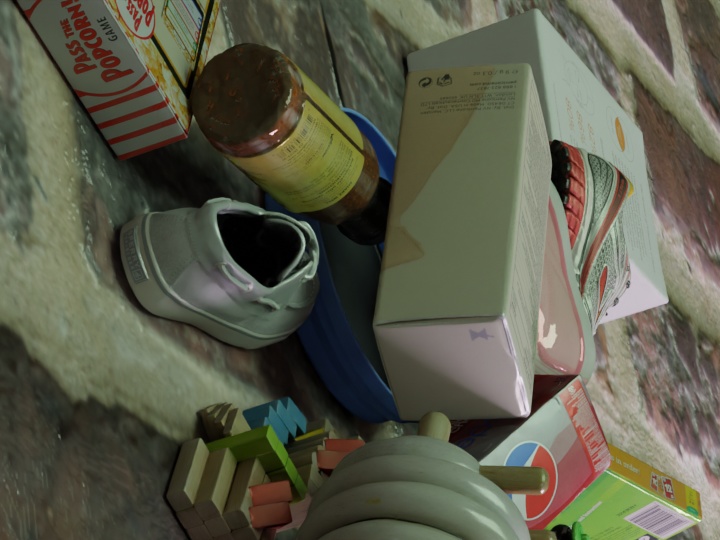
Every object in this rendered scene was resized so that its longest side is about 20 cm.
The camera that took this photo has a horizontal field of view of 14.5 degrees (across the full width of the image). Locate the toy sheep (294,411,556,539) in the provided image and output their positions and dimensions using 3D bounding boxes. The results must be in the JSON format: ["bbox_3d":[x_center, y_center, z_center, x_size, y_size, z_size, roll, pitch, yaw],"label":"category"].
[{"bbox_3d":[0.030,0.151,1.456,0.138,0.138,0.200,59,28,-31],"label":"toy sheep"}]

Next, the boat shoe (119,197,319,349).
[{"bbox_3d":[-0.060,-0.006,1.551,0.200,0.068,0.072,26,49,-62],"label":"boat shoe"}]

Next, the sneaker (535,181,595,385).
[{"bbox_3d":[0.078,-0.015,1.789,0.105,0.075,0.201,19,44,-46],"label":"sneaker"}]

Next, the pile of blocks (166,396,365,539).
[{"bbox_3d":[-0.038,0.101,1.530,0.082,0.062,0.200,71,20,-4],"label":"pile of blocks"}]

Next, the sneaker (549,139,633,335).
[{"bbox_3d":[0.143,0.019,1.858,0.082,0.078,0.201,11,86,-35],"label":"sneaker"}]

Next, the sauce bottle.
[{"bbox_3d":[-0.029,-0.063,1.581,0.200,0.066,0.066,44,34,-60],"label":"sauce bottle"}]

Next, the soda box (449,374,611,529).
[{"bbox_3d":[0.054,0.136,1.606,0.200,0.070,0.064,-38,112,-36],"label":"soda box"}]

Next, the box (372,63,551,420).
[{"bbox_3d":[0.062,-0.017,1.638,0.095,0.077,0.200,74,18,-45],"label":"box"}]

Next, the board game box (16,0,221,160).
[{"bbox_3d":[-0.132,-0.181,1.541,0.152,0.046,0.200,59,24,-32],"label":"board game box"}]

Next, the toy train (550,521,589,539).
[{"bbox_3d":[0.101,0.207,1.645,0.200,0.042,0.057,-53,133,-65],"label":"toy train"}]

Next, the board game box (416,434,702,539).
[{"bbox_3d":[0.112,0.131,1.761,0.200,0.095,0.030,27,45,-36],"label":"board game box"}]

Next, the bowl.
[{"bbox_3d":[0.000,0.000,1.741,0.201,0.039,0.201,52,29,-43],"label":"bowl"}]

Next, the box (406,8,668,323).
[{"bbox_3d":[0.128,-0.064,2.023,0.200,0.106,0.153,43,35,-52],"label":"box"}]
